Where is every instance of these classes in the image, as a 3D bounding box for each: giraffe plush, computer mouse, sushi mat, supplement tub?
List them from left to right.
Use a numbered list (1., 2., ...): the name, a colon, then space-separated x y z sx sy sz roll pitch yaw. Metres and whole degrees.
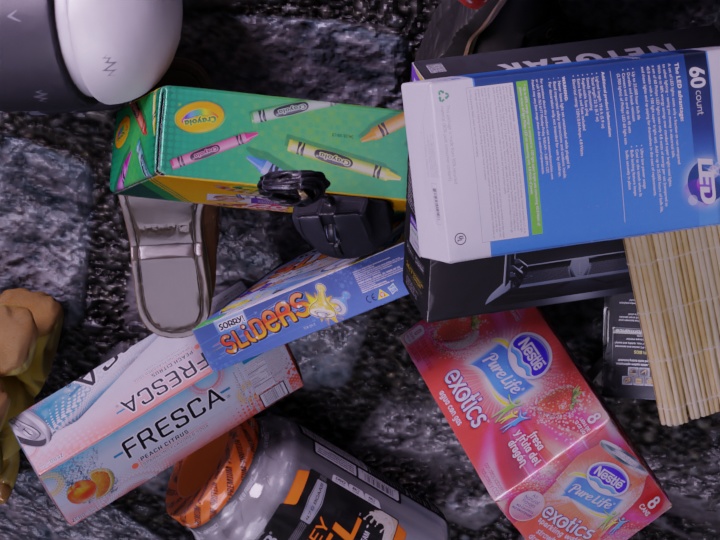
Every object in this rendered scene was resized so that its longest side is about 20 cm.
1. giraffe plush: -0.320 0.076 1.835 0.162 0.173 0.200 20 173 5
2. supplement tub: -0.041 0.191 1.896 0.200 0.123 0.122 31 135 -21
3. computer mouse: -0.021 -0.032 1.503 0.058 0.034 0.200 2 174 15
4. sushi mat: 0.219 0.018 1.551 0.095 0.012 0.200 -14 129 3

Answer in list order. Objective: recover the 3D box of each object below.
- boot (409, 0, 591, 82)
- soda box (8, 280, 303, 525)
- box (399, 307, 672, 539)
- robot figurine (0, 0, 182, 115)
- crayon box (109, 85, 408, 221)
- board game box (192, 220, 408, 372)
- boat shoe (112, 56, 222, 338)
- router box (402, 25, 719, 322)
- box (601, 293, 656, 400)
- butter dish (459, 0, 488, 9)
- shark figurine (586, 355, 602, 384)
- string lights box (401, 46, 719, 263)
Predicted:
1. boot: 0.123 -0.150 1.531 0.138 0.078 0.200 15 152 -10
2. soda box: -0.145 0.094 1.779 0.200 0.068 0.064 -31 134 -8
3. box: 0.117 0.101 1.692 0.095 0.200 0.103 -35 126 4
4. robot figurine: -0.209 -0.161 1.548 0.199 0.125 0.150 -2 -179 15
5. crayon box: -0.047 -0.072 1.578 0.199 0.058 0.119 5 174 -19
6. board game box: 0.000 0.000 1.669 0.200 0.135 0.035 -23 98 31
7. boat shoe: -0.128 -0.057 1.680 0.072 0.068 0.201 6 116 0
8. router box: 0.128 -0.059 1.518 0.199 0.052 0.158 -8 124 -16
9. box: 0.259 0.007 1.624 0.199 0.044 0.161 2 103 10
10. butter dish: 0.008 -0.267 1.350 0.148 0.200 0.200 -2 140 40
11. shark figurine: 0.245 0.073 1.732 0.214 0.090 0.128 2 136 8
12. string lights box: 0.131 -0.068 1.427 0.199 0.103 0.059 -7 -174 -16
